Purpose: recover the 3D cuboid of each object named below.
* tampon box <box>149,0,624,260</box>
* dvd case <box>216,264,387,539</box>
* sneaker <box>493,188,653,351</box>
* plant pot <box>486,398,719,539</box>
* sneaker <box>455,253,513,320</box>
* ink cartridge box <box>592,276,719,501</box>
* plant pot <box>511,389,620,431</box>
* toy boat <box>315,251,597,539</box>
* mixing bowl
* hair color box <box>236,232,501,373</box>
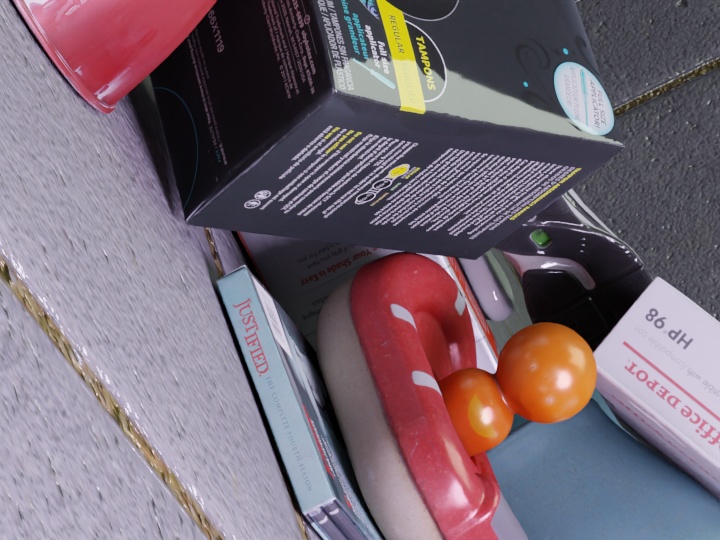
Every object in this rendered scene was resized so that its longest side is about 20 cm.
[{"bbox_3d":[0.008,-0.106,1.360,0.200,0.126,0.150,6,57,-41],"label":"tampon box"},{"bbox_3d":[-0.010,0.101,1.368,0.146,0.022,0.200,68,6,33],"label":"dvd case"},{"bbox_3d":[0.110,-0.035,1.548,0.201,0.076,0.115,50,19,-31],"label":"sneaker"},{"bbox_3d":[0.128,0.183,1.483,0.188,0.200,0.200,53,3,15],"label":"plant pot"},{"bbox_3d":[0.015,-0.016,1.617,0.200,0.099,0.071,54,0,42],"label":"sneaker"},{"bbox_3d":[0.192,0.075,1.462,0.116,0.067,0.200,39,-3,18],"label":"ink cartridge box"},{"bbox_3d":[0.150,0.143,1.899,0.201,0.161,0.201,63,6,-12],"label":"plant pot"},{"bbox_3d":[0.060,0.069,1.373,0.131,0.130,0.200,59,7,-42],"label":"toy boat"},{"bbox_3d":[-0.118,-0.187,1.246,0.201,0.108,0.200,63,5,-10],"label":"mixing bowl"},{"bbox_3d":[0.000,0.000,1.499,0.061,0.101,0.200,-94,158,-77],"label":"hair color box"}]
